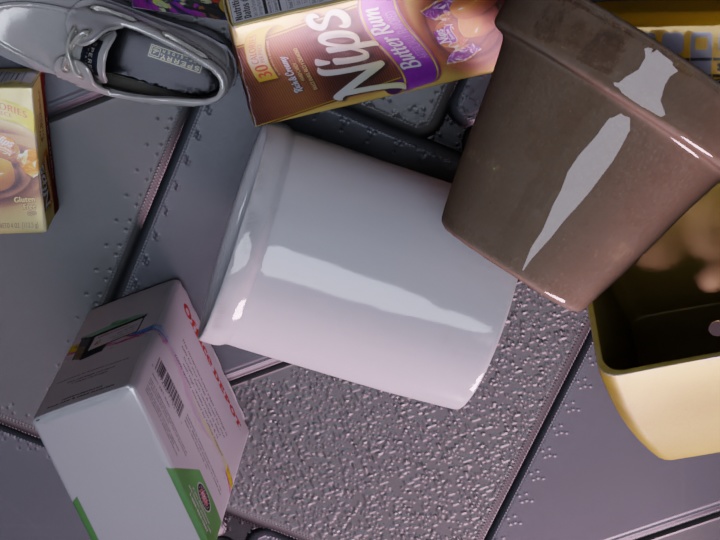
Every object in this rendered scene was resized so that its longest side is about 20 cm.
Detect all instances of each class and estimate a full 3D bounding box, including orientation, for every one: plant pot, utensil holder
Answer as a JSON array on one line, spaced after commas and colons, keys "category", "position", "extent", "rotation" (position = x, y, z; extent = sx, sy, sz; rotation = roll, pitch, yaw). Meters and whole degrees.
[{"category": "plant pot", "position": [0.145, -0.073, 1.297], "extent": [0.200, 0.200, 0.175], "rotation": [32, 94, -10]}, {"category": "utensil holder", "position": [0.000, 0.000, 1.435], "extent": [0.200, 0.170, 0.170], "rotation": [18, 110, -8]}, {"category": "plant pot", "position": [0.264, 0.027, 1.416], "extent": [0.199, 0.200, 0.177], "rotation": [-10, 142, 6]}]

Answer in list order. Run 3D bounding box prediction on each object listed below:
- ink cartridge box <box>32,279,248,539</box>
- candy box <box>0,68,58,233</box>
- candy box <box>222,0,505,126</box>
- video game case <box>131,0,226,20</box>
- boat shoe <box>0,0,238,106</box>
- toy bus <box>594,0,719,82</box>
[{"category": "ink cartridge box", "position": [-0.159, 0.116, 1.465], "extent": [0.084, 0.200, 0.145], "rotation": [-19, 109, 12]}, {"category": "candy box", "position": [-0.334, -0.088, 1.468], "extent": [0.199, 0.055, 0.116], "rotation": [-1, 111, 3]}, {"category": "candy box", "position": [0.010, -0.173, 1.358], "extent": [0.199, 0.057, 0.117], "rotation": [-12, 148, -1]}, {"category": "video game case", "position": [-0.074, -0.246, 1.351], "extent": [0.181, 0.036, 0.200], "rotation": [9, 146, 3]}, {"category": "boat shoe", "position": [-0.189, -0.161, 1.431], "extent": [0.200, 0.066, 0.072], "rotation": [18, 110, -5]}, {"category": "toy bus", "position": [0.219, -0.154, 1.423], "extent": [0.199, 0.065, 0.079], "rotation": [-1, 110, 2]}]
